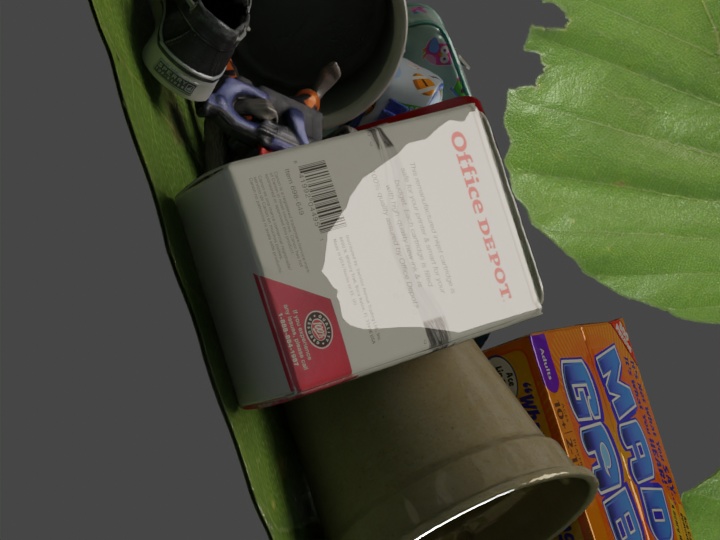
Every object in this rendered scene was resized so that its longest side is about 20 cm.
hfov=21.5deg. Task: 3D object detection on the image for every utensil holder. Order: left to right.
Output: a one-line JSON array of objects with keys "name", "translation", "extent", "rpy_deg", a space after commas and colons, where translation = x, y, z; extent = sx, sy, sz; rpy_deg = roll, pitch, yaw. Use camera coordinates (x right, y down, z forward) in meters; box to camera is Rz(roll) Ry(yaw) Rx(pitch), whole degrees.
[{"name": "utensil holder", "translation": [-0.049, -0.210, 1.548], "extent": [0.200, 0.169, 0.171], "rpy_deg": [-98, 169, -78]}]

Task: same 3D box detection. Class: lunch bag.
[{"name": "lunch bag", "translation": [0.007, -0.105, 1.702], "extent": [0.075, 0.201, 0.160], "rpy_deg": [28, 7, 3]}, {"name": "lunch bag", "translation": [0.013, -0.167, 1.849], "extent": [0.077, 0.199, 0.161], "rpy_deg": [-99, 168, -71]}]

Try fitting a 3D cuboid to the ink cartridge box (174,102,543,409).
[{"name": "ink cartridge box", "translation": [0.002, -0.011, 1.192], "extent": [0.085, 0.199, 0.147], "rpy_deg": [-21, -94, 57]}]

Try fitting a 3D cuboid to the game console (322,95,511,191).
[{"name": "game console", "translation": [0.019, -0.030, 1.450], "extent": [0.173, 0.199, 0.119], "rpy_deg": [-101, 174, -65]}]

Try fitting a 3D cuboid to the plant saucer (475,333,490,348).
[{"name": "plant saucer", "translation": [0.063, -0.021, 1.590], "extent": [0.200, 0.036, 0.202], "rpy_deg": [-178, -90, -66]}]

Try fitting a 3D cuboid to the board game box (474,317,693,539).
[{"name": "board game box", "translation": [0.113, 0.167, 1.469], "extent": [0.199, 0.199, 0.201], "rpy_deg": [-5, 76, -62]}]

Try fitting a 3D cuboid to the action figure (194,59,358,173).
[{"name": "action figure", "translation": [-0.051, -0.082, 1.364], "extent": [0.199, 0.105, 0.194], "rpy_deg": [28, 35, -23]}]

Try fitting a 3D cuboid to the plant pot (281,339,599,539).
[{"name": "plant pot", "translation": [0.033, 0.115, 1.303], "extent": [0.184, 0.200, 0.201], "rpy_deg": [61, 1, 23]}]

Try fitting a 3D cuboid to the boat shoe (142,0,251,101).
[{"name": "boat shoe", "translation": [-0.104, -0.182, 1.282], "extent": [0.072, 0.068, 0.200], "rpy_deg": [34, 21, -13]}]
